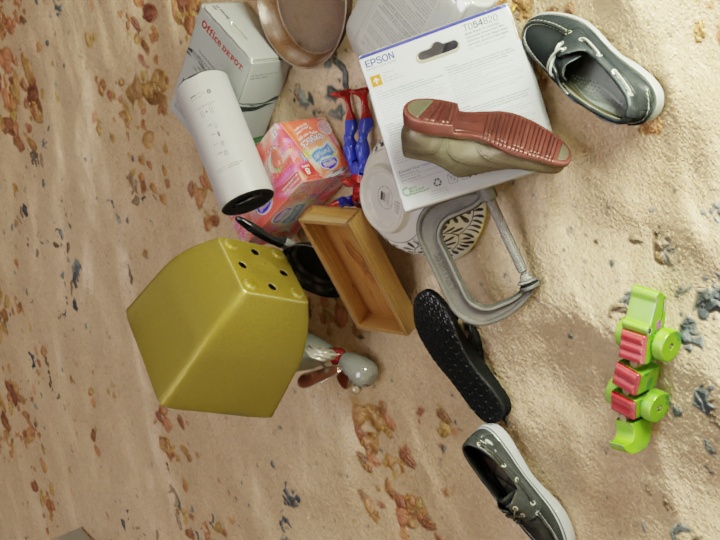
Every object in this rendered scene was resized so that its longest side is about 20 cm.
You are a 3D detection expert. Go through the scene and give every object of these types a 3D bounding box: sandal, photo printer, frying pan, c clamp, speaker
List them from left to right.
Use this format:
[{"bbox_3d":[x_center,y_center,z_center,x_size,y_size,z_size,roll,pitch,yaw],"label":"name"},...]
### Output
[{"bbox_3d":[-0.193,-0.180,1.710,0.081,0.081,0.200,-42,66,48],"label":"speaker"},{"bbox_3d":[-0.098,-0.018,1.776,0.190,0.031,0.115,24,146,6],"label":"frying pan"},{"bbox_3d":[0.067,-0.310,1.510,0.166,0.069,0.200,52,137,22],"label":"photo printer"},{"bbox_3d":[0.137,0.110,1.606,0.075,0.048,0.201,-31,92,49],"label":"sandal"},{"bbox_3d":[0.159,-0.033,1.490,0.171,0.027,0.200,-17,100,17],"label":"c clamp"}]

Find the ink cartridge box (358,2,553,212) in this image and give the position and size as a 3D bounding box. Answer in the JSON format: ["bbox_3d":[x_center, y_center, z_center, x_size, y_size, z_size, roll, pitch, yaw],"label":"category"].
[{"bbox_3d":[0.118,-0.191,1.441,0.199,0.041,0.200,-16,92,18],"label":"ink cartridge box"}]

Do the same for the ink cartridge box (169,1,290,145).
[{"bbox_3d":[-0.197,-0.284,1.822,0.147,0.083,0.200,50,136,25],"label":"ink cartridge box"}]

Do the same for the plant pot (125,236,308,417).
[{"bbox_3d":[-0.184,0.067,1.720,0.200,0.195,0.194,-53,46,27],"label":"plant pot"}]

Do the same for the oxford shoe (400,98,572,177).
[{"bbox_3d":[0.143,-0.141,1.395,0.200,0.070,0.075,17,130,11],"label":"oxford shoe"}]

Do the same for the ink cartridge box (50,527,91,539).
[{"bbox_3d":[-0.623,0.701,2.678,0.145,0.087,0.200,32,128,38],"label":"ink cartridge box"}]

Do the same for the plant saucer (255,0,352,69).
[{"bbox_3d":[-0.075,-0.383,1.682,0.200,0.034,0.200,19,117,44],"label":"plant saucer"}]

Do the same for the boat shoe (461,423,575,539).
[{"bbox_3d":[0.201,0.294,1.568,0.200,0.057,0.069,55,139,11],"label":"boat shoe"}]

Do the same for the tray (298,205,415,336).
[{"bbox_3d":[0.000,0.000,1.659,0.099,0.037,0.200,6,134,44],"label":"tray"}]

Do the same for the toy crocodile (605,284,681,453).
[{"bbox_3d":[0.315,0.113,1.375,0.067,0.062,0.200,25,121,42],"label":"toy crocodile"}]

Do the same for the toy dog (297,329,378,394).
[{"bbox_3d":[-0.074,0.148,1.814,0.200,0.132,0.096,25,99,53],"label":"toy dog"}]

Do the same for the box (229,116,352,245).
[{"bbox_3d":[-0.112,-0.126,1.767,0.200,0.095,0.103,-42,68,48],"label":"box"}]

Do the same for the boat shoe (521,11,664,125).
[{"bbox_3d":[0.245,-0.227,1.336,0.200,0.060,0.076,39,131,35],"label":"boat shoe"}]

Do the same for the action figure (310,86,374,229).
[{"bbox_3d":[-0.022,-0.144,1.659,0.065,0.099,0.200,3,108,50],"label":"action figure"}]

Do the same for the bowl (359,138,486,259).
[{"bbox_3d":[0.061,-0.100,1.568,0.201,0.094,0.201,25,123,46],"label":"bowl"}]
